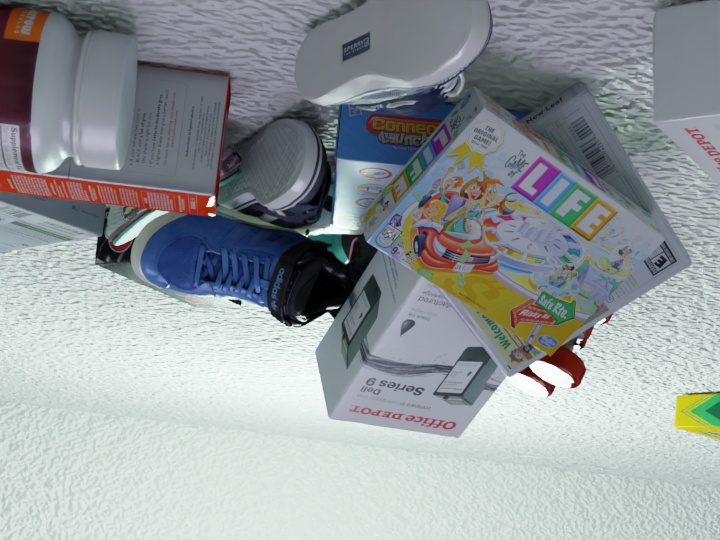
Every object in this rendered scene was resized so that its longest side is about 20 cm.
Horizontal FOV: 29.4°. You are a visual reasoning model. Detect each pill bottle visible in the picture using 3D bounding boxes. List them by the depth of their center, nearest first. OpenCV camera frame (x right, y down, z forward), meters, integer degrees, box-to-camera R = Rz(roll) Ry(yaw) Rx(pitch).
[{"bbox_3d":[-0.264,-0.132,0.980,0.197,0.116,0.114,6,166,-5],"label":"pill bottle"}]

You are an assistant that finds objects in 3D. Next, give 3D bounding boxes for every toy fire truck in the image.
[{"bbox_3d":[0.188,0.053,1.598,0.167,0.113,0.200,32,161,-6],"label":"toy fire truck"}]

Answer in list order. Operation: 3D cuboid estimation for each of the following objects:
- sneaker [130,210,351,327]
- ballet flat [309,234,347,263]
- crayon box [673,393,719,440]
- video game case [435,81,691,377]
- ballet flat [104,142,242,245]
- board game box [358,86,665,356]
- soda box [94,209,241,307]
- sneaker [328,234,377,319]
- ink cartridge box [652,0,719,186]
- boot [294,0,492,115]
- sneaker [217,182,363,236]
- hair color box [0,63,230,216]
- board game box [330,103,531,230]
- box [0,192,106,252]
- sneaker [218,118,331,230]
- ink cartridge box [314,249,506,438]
[{"bbox_3d":[-0.095,-0.001,1.202,0.198,0.078,0.111,8,-166,-43],"label":"sneaker"},{"bbox_3d":[-0.104,-0.027,1.421,0.197,0.072,0.067,10,166,-17],"label":"ballet flat"},{"bbox_3d":[0.633,0.242,2.222,0.198,0.059,0.171,18,161,-40],"label":"crayon box"},{"bbox_3d":[0.143,-0.026,1.085,0.181,0.022,0.200,-33,125,11],"label":"video game case"},{"bbox_3d":[-0.179,-0.085,1.233,0.069,0.072,0.199,-34,-173,-41],"label":"ballet flat"},{"bbox_3d":[0.116,-0.032,1.039,0.199,0.034,0.135,30,113,-28],"label":"board game box"},{"bbox_3d":[-0.208,-0.012,1.535,0.070,0.064,0.199,-2,164,28],"label":"soda box"},{"bbox_3d":[0.000,0.000,1.335,0.098,0.072,0.200,-5,-153,-25],"label":"sneaker"},{"bbox_3d":[0.302,-0.119,0.878,0.198,0.084,0.146,-4,163,33],"label":"ink cartridge box"},{"bbox_3d":[0.043,-0.147,0.921,0.089,0.074,0.199,6,176,-34],"label":"boot"},{"bbox_3d":[-0.085,-0.047,1.320,0.197,0.081,0.074,6,164,-11],"label":"sneaker"},{"bbox_3d":[-0.205,-0.109,1.076,0.197,0.103,0.061,8,166,-4],"label":"hair color box"},{"bbox_3d":[0.075,-0.080,1.174,0.197,0.057,0.196,6,165,-1],"label":"board game box"},{"bbox_3d":[-0.390,-0.063,1.449,0.198,0.042,0.155,-8,160,40],"label":"box"},{"bbox_3d":[-0.057,-0.081,1.182,0.078,0.080,0.199,17,174,-23],"label":"sneaker"},{"bbox_3d":[0.066,0.050,1.212,0.144,0.085,0.201,11,132,-25],"label":"ink cartridge box"}]
